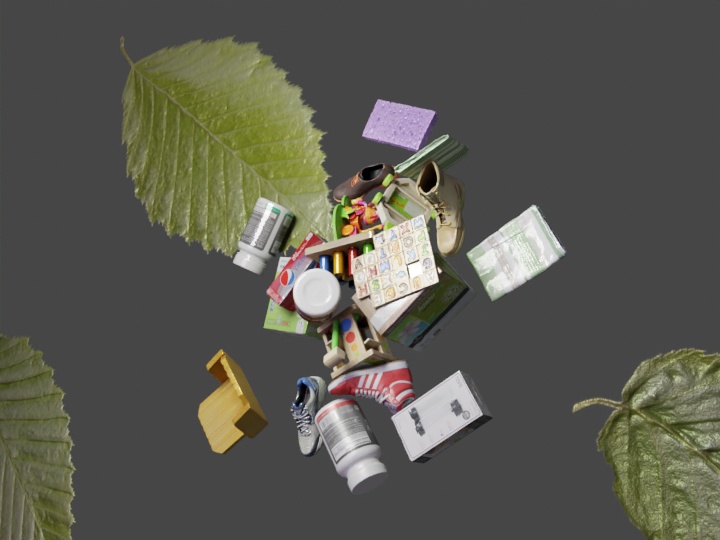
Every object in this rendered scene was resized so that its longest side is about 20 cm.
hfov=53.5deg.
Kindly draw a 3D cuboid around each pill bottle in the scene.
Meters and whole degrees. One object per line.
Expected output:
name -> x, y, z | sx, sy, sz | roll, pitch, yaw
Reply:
pill bottle -> -0.277, -0.094, 2.019 | 0.113, 0.113, 0.201 | 22, 86, 38
pill bottle -> -0.019, 0.408, 1.663 | 0.116, 0.116, 0.200 | -41, 56, 16
pill bottle -> -0.105, 0.068, 1.721 | 0.111, 0.200, 0.113 | 1, 78, -4

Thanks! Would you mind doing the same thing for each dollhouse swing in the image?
dollhouse swing -> -0.373, 0.361, 1.900 | 0.175, 0.182, 0.200 | -32, 56, -3

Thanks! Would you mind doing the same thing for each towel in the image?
towel -> 0.349, -0.039, 1.620 | 0.200, 0.031, 0.150 | -36, 56, 20
towel -> 0.177, -0.266, 1.715 | 0.152, 0.200, 0.023 | -32, 77, 21

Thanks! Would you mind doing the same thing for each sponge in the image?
sponge -> 0.105, -0.388, 1.912 | 0.199, 0.030, 0.112 | 22, 87, 37

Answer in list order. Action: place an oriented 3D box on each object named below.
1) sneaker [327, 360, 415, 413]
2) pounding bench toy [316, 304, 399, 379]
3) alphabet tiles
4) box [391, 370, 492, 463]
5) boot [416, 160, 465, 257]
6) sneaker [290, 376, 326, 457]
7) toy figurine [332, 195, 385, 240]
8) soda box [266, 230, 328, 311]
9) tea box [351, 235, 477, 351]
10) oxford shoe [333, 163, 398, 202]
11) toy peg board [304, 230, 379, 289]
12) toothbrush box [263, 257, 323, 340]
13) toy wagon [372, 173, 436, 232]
sneaker -> 0.030, 0.287, 1.662 | 0.199, 0.071, 0.113 | -15, 66, -4
pounding bench toy -> -0.030, 0.165, 1.702 | 0.124, 0.200, 0.157 | -34, 58, 21
alphabet tiles -> 0.069, -0.015, 1.571 | 0.199, 0.008, 0.168 | -23, 62, 25
box -> 0.179, 0.328, 1.589 | 0.200, 0.060, 0.117 | -39, 56, 17
boot -> 0.189, -0.145, 1.688 | 0.072, 0.155, 0.201 | -1, 74, 34
sneaker -> -0.140, 0.361, 1.782 | 0.077, 0.085, 0.201 | -12, 68, 31
toy figurine -> 0.043, -0.128, 1.826 | 0.183, 0.151, 0.201 | -9, 43, 17
soda box -> -0.149, 0.003, 1.818 | 0.063, 0.070, 0.200 | 40, 95, 33
tea box -> 0.125, 0.057, 1.636 | 0.200, 0.196, 0.134 | -48, 54, 12
oxford shoe -> 0.001, -0.241, 1.904 | 0.199, 0.072, 0.072 | -22, 63, 27
toy peg board -> 0.000, 0.000, 1.739 | 0.198, 0.200, 0.098 | -14, 66, 30
toothbrush box -> -0.157, 0.073, 1.894 | 0.145, 0.086, 0.201 | 3, 76, 35
toy wagon -> 0.101, -0.139, 1.731 | 0.040, 0.155, 0.200 | -45, 13, 54
